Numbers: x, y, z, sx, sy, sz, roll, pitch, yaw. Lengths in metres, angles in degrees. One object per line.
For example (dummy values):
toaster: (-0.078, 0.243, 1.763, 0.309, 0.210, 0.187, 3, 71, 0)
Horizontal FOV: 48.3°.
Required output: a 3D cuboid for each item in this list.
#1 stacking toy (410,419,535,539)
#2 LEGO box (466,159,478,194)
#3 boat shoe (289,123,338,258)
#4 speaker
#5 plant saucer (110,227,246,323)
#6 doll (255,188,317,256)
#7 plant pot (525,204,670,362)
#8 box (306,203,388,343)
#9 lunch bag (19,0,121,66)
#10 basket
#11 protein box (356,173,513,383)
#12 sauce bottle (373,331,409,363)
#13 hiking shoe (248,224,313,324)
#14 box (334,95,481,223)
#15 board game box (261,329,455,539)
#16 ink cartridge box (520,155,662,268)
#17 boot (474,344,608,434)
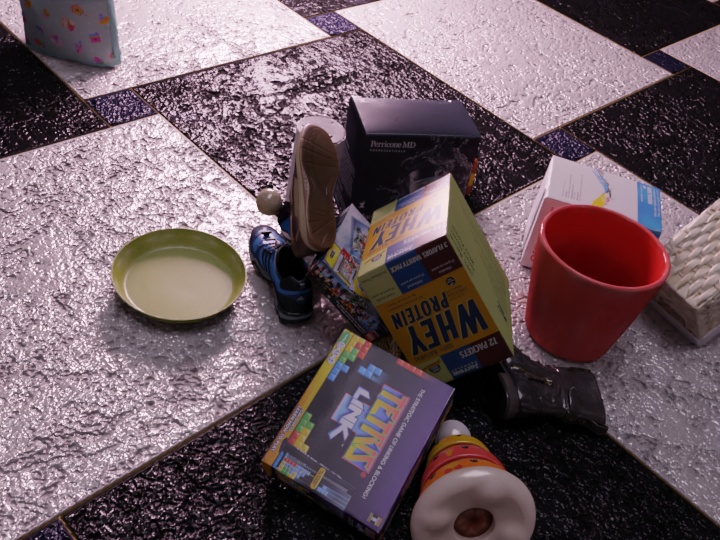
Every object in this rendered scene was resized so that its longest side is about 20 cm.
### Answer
stacking toy: (0.120, 0.251, 0.978, 0.143, 0.149, 0.201, 6, 22, -8)
LEGO box: (0.103, -0.217, 1.519, 0.196, 0.078, 0.150, -1, 42, -16)
boat shoe: (-0.077, -0.113, 1.151, 0.071, 0.072, 0.204, 15, 61, -38)
speaker: (-0.078, -0.141, 1.286, 0.080, 0.202, 0.082, 8, 39, -7)
plant saucer: (-0.268, 0.012, 1.192, 0.196, 0.031, 0.202, 8, 41, -7)
doll: (-0.077, -0.052, 1.213, 0.200, 0.048, 0.137, 43, 18, -23)
plant pot: (0.343, 0.027, 1.228, 0.196, 0.179, 0.202, 8, 41, -7)
box: (0.000, 0.000, 1.182, 0.137, 0.037, 0.201, 48, 26, -13)
lunch bag: (-0.566, -0.510, 1.598, 0.197, 0.172, 0.123, 20, 48, 8)
basket: (0.571, -0.004, 1.298, 0.199, 0.123, 0.136, -40, 53, 1)
protein box: (0.109, 0.013, 1.116, 0.133, 0.200, 0.201, -25, 23, 20)
sauce bottle: (0.046, 0.116, 1.134, 0.065, 0.067, 0.202, 13, 39, 0)
hiking shoe: (-0.115, -0.015, 1.221, 0.073, 0.088, 0.201, -10, 46, -26)
box: (0.071, -0.167, 1.319, 0.193, 0.202, 0.118, -2, 41, -15)
board game box: (0.000, 0.197, 0.983, 0.163, 0.057, 0.201, 25, 63, 16)
ink cartridge box: (0.394, -0.077, 1.386, 0.197, 0.149, 0.146, 18, 40, 5)
boot: (0.258, 0.149, 1.164, 0.171, 0.070, 0.202, 6, 44, -17)
